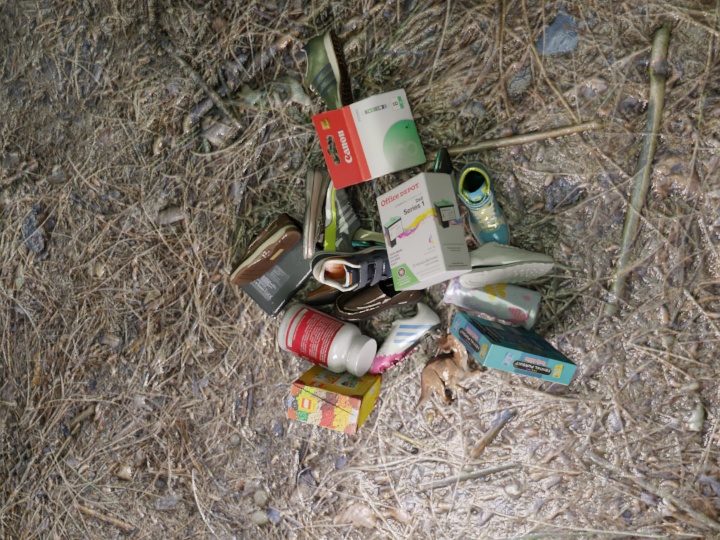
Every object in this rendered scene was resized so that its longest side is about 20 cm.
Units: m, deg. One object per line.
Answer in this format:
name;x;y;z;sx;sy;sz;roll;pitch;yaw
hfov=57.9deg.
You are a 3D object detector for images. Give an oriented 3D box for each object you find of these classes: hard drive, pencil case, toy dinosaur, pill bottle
hard drive;-0.184;-0.011;1.481;0.140;0.033;0.200;43;106;6
pencil case;0.272;0.056;1.340;0.199;0.091;0.083;19;68;11
toy dinosaur;0.176;0.206;1.388;0.200;0.086;0.136;-42;85;21
pill bottle;-0.071;0.153;1.411;0.199;0.112;0.113;20;103;26

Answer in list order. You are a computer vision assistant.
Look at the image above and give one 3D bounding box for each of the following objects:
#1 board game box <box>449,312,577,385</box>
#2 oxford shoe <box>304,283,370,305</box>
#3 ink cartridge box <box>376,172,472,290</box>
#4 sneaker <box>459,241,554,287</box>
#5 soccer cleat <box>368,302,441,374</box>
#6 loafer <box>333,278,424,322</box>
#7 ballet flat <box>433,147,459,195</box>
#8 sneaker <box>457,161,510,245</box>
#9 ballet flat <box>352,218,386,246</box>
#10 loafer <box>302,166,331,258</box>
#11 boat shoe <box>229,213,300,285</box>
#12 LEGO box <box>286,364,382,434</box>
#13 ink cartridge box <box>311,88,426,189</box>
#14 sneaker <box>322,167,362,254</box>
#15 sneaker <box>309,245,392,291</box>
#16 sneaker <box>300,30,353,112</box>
board game box;0.294;0.151;1.267;0.199;0.151;0.047;15;104;-22
oxford shoe;-0.038;0.021;1.438;0.199;0.071;0.071;-25;66;15
ink cartridge box;0.122;-0.075;1.282;0.145;0.084;0.201;-24;74;47
sneaker;0.287;-0.022;1.293;0.199;0.077;0.081;-3;56;-8
soccer cleat;0.086;0.147;1.419;0.200;0.070;0.086;-39;69;15
loafer;0.034;0.048;1.386;0.199;0.071;0.073;-18;53;-1
ballet flat;0.166;-0.153;1.354;0.068;0.068;0.201;18;112;2
sneaker;0.243;-0.119;1.299;0.079;0.131;0.201;-21;93;16
ballet flat;0.035;-0.076;1.399;0.199;0.069;0.070;12;100;14
loafer;-0.092;-0.124;1.411;0.063;0.072;0.201;3;86;-9
boat shoe;-0.218;-0.048;1.440;0.202;0.075;0.075;-37;63;18
LEGO box;-0.050;0.264;1.394;0.148;0.200;0.077;11;100;14
ink cartridge box;0.020;-0.270;1.330;0.199;0.050;0.162;-19;93;-21
sneaker;-0.036;-0.118;1.364;0.081;0.074;0.201;3;93;-6
sneaker;0.000;0.000;1.321;0.199;0.079;0.079;-4;117;-11
sneaker;-0.075;-0.398;1.386;0.090;0.067;0.201;-9;95;24
